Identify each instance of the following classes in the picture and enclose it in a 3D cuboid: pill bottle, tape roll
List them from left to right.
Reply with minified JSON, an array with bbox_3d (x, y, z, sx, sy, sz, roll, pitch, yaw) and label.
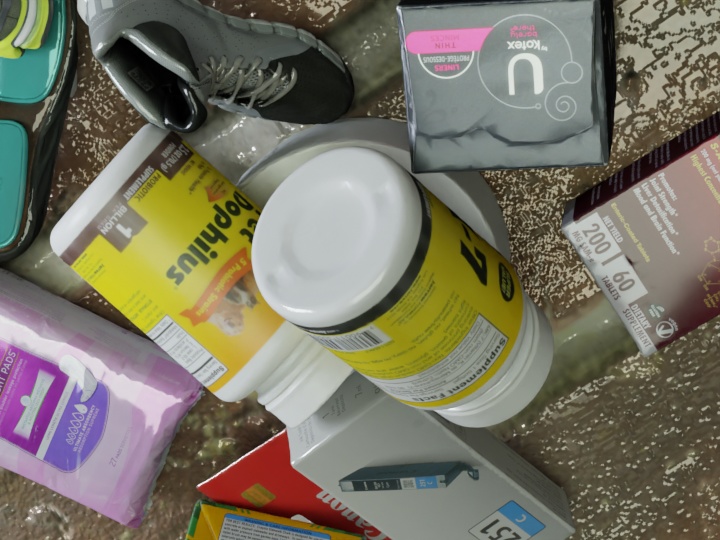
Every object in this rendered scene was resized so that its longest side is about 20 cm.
[{"bbox_3d":[-0.093,0.007,1.408,0.200,0.109,0.109,42,108,-6],"label":"pill bottle"},{"bbox_3d":[0.000,0.000,1.487,0.201,0.071,0.203,2,108,7],"label":"tape roll"},{"bbox_3d":[0.032,0.017,1.346,0.114,0.115,0.200,-32,142,16],"label":"pill bottle"}]

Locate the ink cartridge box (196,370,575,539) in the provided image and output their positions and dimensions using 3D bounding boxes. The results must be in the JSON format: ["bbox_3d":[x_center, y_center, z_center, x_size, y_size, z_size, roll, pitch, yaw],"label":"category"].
[{"bbox_3d":[0.018,0.164,1.501,0.176,0.045,0.200,-37,125,21],"label":"ink cartridge box"}]

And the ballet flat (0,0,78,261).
[{"bbox_3d":[-0.227,-0.106,1.480,0.068,0.068,0.201,13,92,13],"label":"ballet flat"}]

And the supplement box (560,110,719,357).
[{"bbox_3d":[0.244,-0.042,1.445,0.200,0.061,0.109,-32,100,15],"label":"supplement box"}]

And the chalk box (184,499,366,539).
[{"bbox_3d":[-0.070,0.272,1.536,0.124,0.124,0.200,12,144,3],"label":"chalk box"}]

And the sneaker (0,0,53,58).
[{"bbox_3d":[-0.296,-0.197,1.438,0.199,0.081,0.074,19,94,27],"label":"sneaker"}]

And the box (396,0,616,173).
[{"bbox_3d":[0.095,-0.136,1.363,0.122,0.200,0.107,-3,107,8],"label":"box"}]

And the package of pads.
[{"bbox_3d":[-0.217,0.083,1.541,0.199,0.076,0.121,26,106,-1],"label":"package of pads"}]

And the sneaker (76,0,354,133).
[{"bbox_3d":[-0.091,-0.116,1.413,0.199,0.116,0.075,20,124,-23],"label":"sneaker"}]
